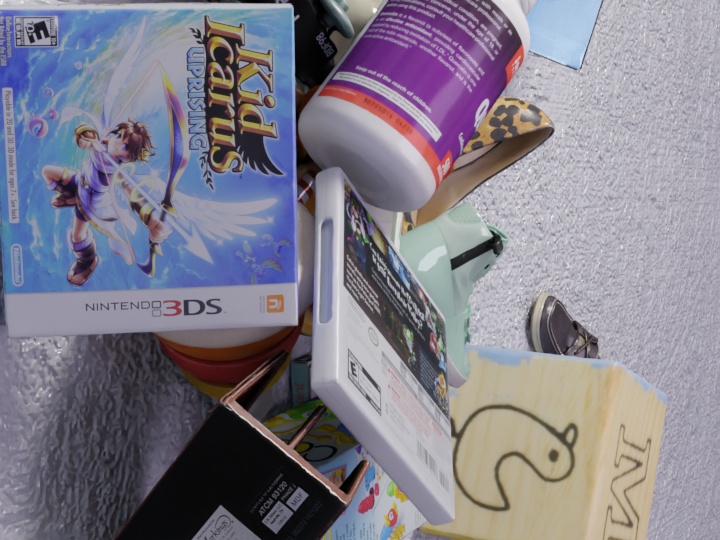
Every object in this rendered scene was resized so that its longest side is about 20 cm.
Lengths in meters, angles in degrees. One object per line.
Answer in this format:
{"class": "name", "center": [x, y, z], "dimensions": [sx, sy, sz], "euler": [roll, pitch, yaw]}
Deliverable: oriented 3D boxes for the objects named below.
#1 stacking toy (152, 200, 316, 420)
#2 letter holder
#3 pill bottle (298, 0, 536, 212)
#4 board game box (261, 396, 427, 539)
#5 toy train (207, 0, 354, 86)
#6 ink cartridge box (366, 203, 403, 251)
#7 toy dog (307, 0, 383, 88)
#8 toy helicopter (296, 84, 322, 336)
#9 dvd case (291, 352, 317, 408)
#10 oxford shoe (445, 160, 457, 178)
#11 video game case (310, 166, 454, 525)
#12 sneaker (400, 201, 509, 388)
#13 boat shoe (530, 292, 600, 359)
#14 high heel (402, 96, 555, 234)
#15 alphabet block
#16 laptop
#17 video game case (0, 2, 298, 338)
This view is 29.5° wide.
{"class": "stacking toy", "center": [-0.093, 0.044, 1.002], "dimensions": [0.200, 0.146, 0.146], "euler": [88, 25, -51]}
{"class": "letter holder", "center": [-0.087, 0.167, 0.909], "dimensions": [0.200, 0.100, 0.142], "euler": [-52, 177, 18]}
{"class": "pill bottle", "center": [0.049, -0.148, 1.005], "dimensions": [0.200, 0.112, 0.113], "euler": [-55, 142, -17]}
{"class": "board game box", "center": [-0.034, 0.175, 1.094], "dimensions": [0.200, 0.103, 0.105], "euler": [-21, 113, -50]}
{"class": "toy train", "center": [-0.080, -0.211, 0.960], "dimensions": [0.085, 0.114, 0.200], "euler": [-42, 145, -3]}
{"class": "ink cartridge box", "center": [0.000, 0.000, 1.125], "dimensions": [0.146, 0.048, 0.201], "euler": [-149, -116, -80]}
{"class": "toy dog", "center": [0.020, -0.226, 1.137], "dimensions": [0.194, 0.139, 0.200], "euler": [87, 27, -53]}
{"class": "toy helicopter", "center": [-0.063, -0.043, 1.050], "dimensions": [0.132, 0.079, 0.201], "euler": [-22, 108, -39]}
{"class": "dvd case", "center": [0.000, 0.128, 1.252], "dimensions": [0.200, 0.022, 0.147], "euler": [-23, 115, -58]}
{"class": "oxford shoe", "center": [0.049, -0.126, 1.141], "dimensions": [0.071, 0.200, 0.073], "euler": [39, 91, -18]}
{"class": "video game case", "center": [0.018, 0.056, 0.965], "dimensions": [0.200, 0.023, 0.182], "euler": [53, 28, -45]}
{"class": "sneaker", "center": [0.097, 0.024, 1.254], "dimensions": [0.118, 0.074, 0.201], "euler": [-32, 138, -5]}
{"class": "boat shoe", "center": [0.259, 0.097, 1.658], "dimensions": [0.072, 0.065, 0.200], "euler": [-63, 143, -30]}
{"class": "high heel", "center": [0.094, -0.072, 1.258], "dimensions": [0.071, 0.142, 0.201], "euler": [44, 58, -55]}
{"class": "alphabet block", "center": [0.197, 0.201, 1.444], "dimensions": [0.196, 0.195, 0.201], "euler": [29, 69, -56]}
{"class": "laptop", "center": [0.163, -0.335, 1.361], "dimensions": [0.200, 0.116, 0.188], "euler": [54, 49, -50]}
{"class": "video game case", "center": [-0.130, -0.062, 0.843], "dimensions": [0.045, 0.180, 0.201], "euler": [-133, -139, -75]}
